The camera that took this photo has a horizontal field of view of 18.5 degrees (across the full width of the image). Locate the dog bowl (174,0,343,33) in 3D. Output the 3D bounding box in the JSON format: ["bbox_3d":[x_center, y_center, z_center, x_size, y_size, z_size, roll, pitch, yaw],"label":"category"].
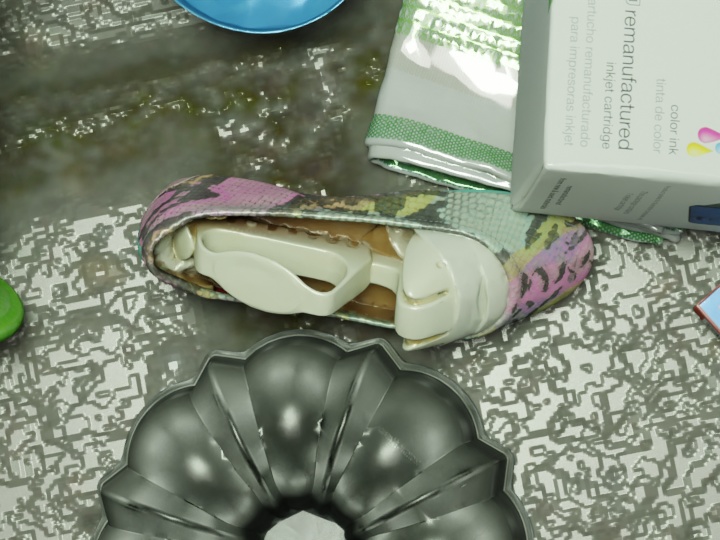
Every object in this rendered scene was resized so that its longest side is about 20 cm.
[{"bbox_3d":[-0.020,-0.195,0.985,0.111,0.050,0.201,30,87,5],"label":"dog bowl"}]

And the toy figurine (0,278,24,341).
[{"bbox_3d":[-0.214,-0.077,0.909,0.198,0.150,0.186,12,112,-16],"label":"toy figurine"}]

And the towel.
[{"bbox_3d":[0.097,-0.126,0.983,0.148,0.031,0.202,16,85,3],"label":"towel"}]

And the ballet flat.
[{"bbox_3d":[0.000,0.000,0.951,0.198,0.071,0.070,6,118,4],"label":"ballet flat"}]

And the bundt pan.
[{"bbox_3d":[-0.023,0.122,0.941,0.200,0.076,0.204,0,84,2],"label":"bundt pan"}]

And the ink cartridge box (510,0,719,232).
[{"bbox_3d":[0.169,-0.093,0.920,0.198,0.088,0.147,6,78,-4],"label":"ink cartridge box"}]

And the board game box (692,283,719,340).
[{"bbox_3d":[0.253,-0.012,0.969,0.200,0.019,0.103,-41,85,-2],"label":"board game box"}]
